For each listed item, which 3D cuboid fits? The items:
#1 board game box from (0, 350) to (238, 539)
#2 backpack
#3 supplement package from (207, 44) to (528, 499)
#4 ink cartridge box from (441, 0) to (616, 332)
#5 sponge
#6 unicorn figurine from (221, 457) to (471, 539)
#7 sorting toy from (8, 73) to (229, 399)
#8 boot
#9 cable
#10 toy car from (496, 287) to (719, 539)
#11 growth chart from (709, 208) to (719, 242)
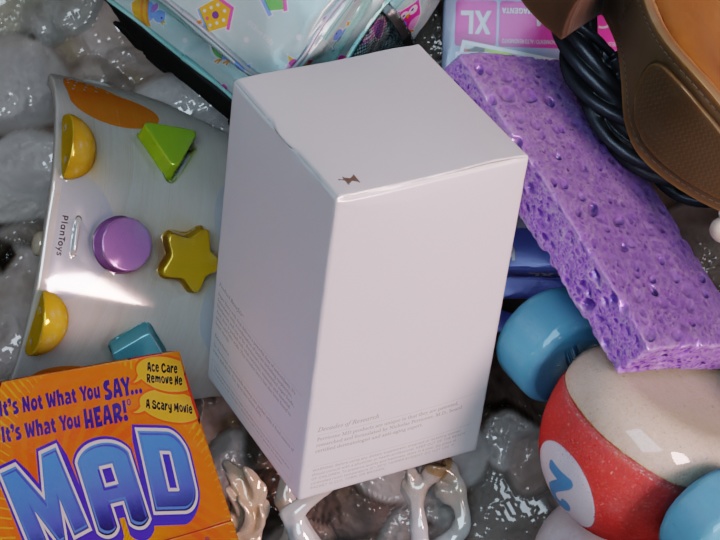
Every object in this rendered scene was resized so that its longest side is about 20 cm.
[{"bbox_3d":[-0.198,0.176,1.305,0.199,0.199,0.201,-22,83,31],"label":"board game box"},{"bbox_3d":[-0.036,-0.189,1.395,0.176,0.153,0.200,39,82,14],"label":"backpack"},{"bbox_3d":[0.000,0.000,1.323,0.119,0.201,0.121,-13,41,-26],"label":"supplement package"},{"bbox_3d":[0.104,-0.064,1.432,0.118,0.042,0.202,2,86,3],"label":"ink cartridge box"},{"bbox_3d":[0.127,-0.032,1.333,0.030,0.111,0.201,-42,67,30],"label":"sponge"},{"bbox_3d":[0.014,0.174,1.402,0.198,0.074,0.139,10,94,18],"label":"unicorn figurine"},{"bbox_3d":[-0.103,-0.006,1.420,0.179,0.107,0.202,9,85,-16],"label":"sorting toy"},{"bbox_3d":[0.195,-0.137,1.327,0.154,0.074,0.200,-34,82,-35],"label":"boot"},{"bbox_3d":[0.187,-0.114,1.392,0.199,0.051,0.164,16,69,-19],"label":"cable"},{"bbox_3d":[0.142,0.147,1.351,0.184,0.176,0.201,48,116,37],"label":"toy car"},{"bbox_3d":[0.286,-0.001,1.315,0.200,0.018,0.144,42,50,17],"label":"growth chart"}]
